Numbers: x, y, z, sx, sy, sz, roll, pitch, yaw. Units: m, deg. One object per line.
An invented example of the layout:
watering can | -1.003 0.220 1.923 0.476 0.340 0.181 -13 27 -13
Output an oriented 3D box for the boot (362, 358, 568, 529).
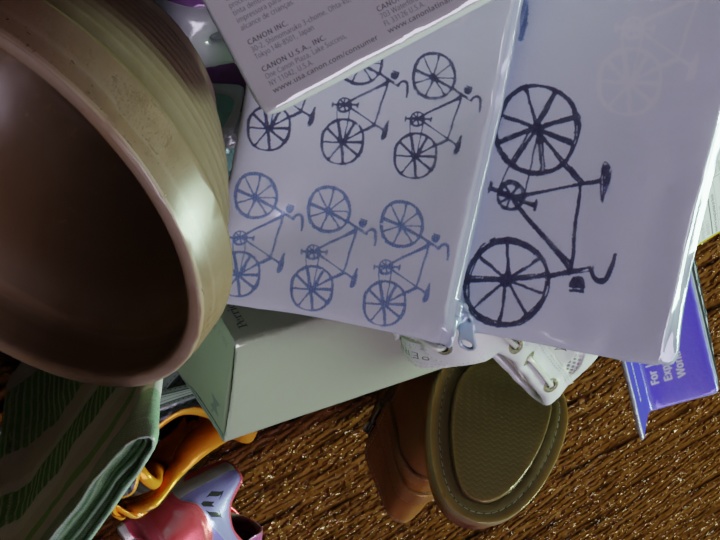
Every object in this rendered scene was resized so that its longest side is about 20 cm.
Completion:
boot | 0.041 0.091 1.110 0.077 0.200 0.155 17 133 -17

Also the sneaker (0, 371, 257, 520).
sneaker | -0.139 0.098 1.048 0.200 0.077 0.078 -38 148 7

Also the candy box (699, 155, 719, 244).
candy box | 0.208 -0.093 1.161 0.102 0.026 0.200 -29 145 -5

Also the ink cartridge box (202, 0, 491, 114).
ink cartridge box | -0.010 -0.182 0.761 0.161 0.200 0.050 -27 -172 4

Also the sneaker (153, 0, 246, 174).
sneaker | -0.030 -0.128 0.868 0.140 0.078 0.200 -30 146 -6

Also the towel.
towel | -0.128 0.061 0.919 0.023 0.200 0.153 28 119 -18

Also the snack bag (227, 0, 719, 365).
snack bag | 0.052 -0.059 0.817 0.200 0.021 0.189 12 100 -3

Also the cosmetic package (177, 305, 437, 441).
cosmetic package | 0.000 0.000 1.026 0.200 0.104 0.073 -17 141 -27

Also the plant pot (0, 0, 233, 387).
plant pot | -0.123 -0.057 0.810 0.093 0.201 0.201 -53 157 -34

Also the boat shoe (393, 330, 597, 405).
boat shoe | 0.043 0.015 0.941 0.200 0.071 0.069 29 94 -40

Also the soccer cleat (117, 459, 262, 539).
soccer cleat | -0.082 0.184 1.214 0.076 0.067 0.200 -34 143 -11

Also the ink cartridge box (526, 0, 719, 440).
ink cartridge box | 0.120 -0.044 0.930 0.043 0.198 0.200 -14 -170 10
